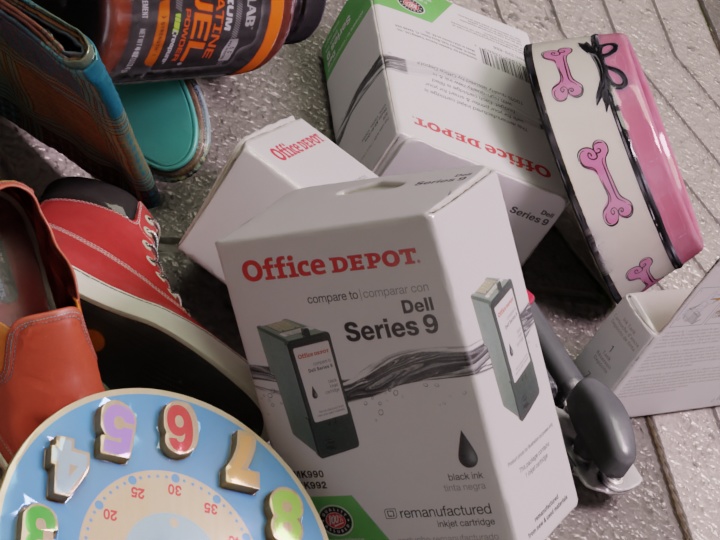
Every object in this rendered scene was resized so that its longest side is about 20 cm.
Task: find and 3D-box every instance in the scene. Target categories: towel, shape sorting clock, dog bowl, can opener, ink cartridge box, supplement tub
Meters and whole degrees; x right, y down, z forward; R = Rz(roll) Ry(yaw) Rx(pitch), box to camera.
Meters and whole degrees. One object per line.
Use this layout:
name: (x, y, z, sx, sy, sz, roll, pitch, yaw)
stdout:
towel: (-0.193, -0.113, 1.350, 0.146, 0.200, 0.022, 33, 73, 18)
shape sorting clock: (-0.098, 0.153, 1.184, 0.199, 0.039, 0.202, 14, 60, -26)
dog bowl: (0.185, -0.080, 1.630, 0.200, 0.073, 0.202, -21, 90, -80)
can opener: (0.130, 0.068, 1.509, 0.052, 0.067, 0.200, 2, 40, -37)
ink cartridge box: (0.253, 0.027, 1.561, 0.199, 0.174, 0.044, -3, 48, -43)
supplement tub: (-0.114, -0.173, 1.430, 0.199, 0.107, 0.107, -11, 53, -44)
ink cartridge box: (0.058, -0.107, 1.642, 0.145, 0.084, 0.201, 20, 36, -22)
ink cartridge box: (0.020, 0.056, 1.256, 0.084, 0.145, 0.202, -35, 113, -55)
ink cartridge box: (0.000, 0.000, 1.428, 0.199, 0.084, 0.145, 37, 15, 5)

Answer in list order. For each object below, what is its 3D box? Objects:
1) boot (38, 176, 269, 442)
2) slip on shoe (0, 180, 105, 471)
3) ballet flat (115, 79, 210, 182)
boot: (-0.118, 0.018, 1.350, 0.199, 0.073, 0.144, 31, 32, 2)
slip on shoe: (-0.175, 0.043, 1.232, 0.074, 0.061, 0.202, -14, 78, -27)
ballet flat: (-0.154, -0.129, 1.510, 0.074, 0.074, 0.200, -9, 54, -46)
